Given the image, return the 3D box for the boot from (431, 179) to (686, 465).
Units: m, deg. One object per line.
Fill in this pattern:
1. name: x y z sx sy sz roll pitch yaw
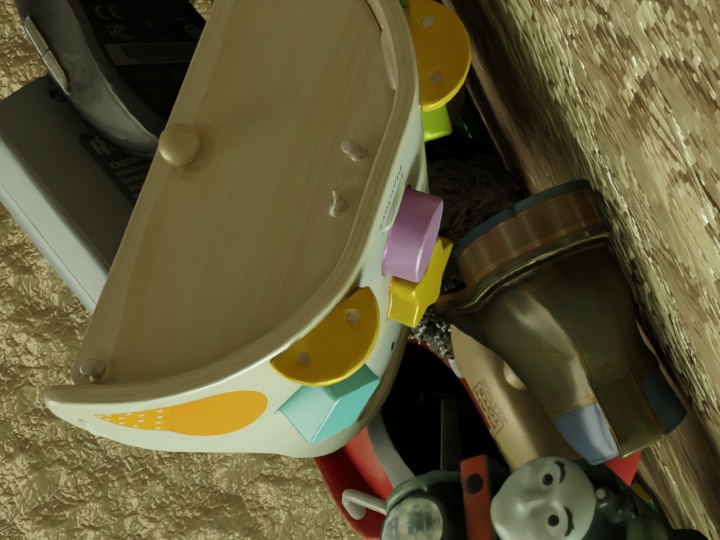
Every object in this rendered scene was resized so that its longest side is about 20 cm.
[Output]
1. boot: 0.079 0.037 0.651 0.200 0.074 0.098 65 -179 -78

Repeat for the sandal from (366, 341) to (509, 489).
1. sandal: 0.057 0.117 0.799 0.076 0.043 0.202 14 -137 -38

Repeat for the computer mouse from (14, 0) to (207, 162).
1. computer mouse: -0.092 -0.111 0.682 0.140 0.046 0.200 -15 -121 -50

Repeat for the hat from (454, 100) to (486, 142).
1. hat: -0.021 -0.064 0.981 0.202 0.175 0.166 64 180 13

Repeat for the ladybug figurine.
1. ladybug figurine: 0.100 0.068 0.835 0.137 0.071 0.200 63 -178 15

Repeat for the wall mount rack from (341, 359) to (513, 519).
1. wall mount rack: 0.079 0.149 0.983 0.074 0.200 0.174 7 142 51

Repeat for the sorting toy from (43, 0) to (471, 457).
1. sorting toy: -0.009 -0.008 0.612 0.180 0.106 0.202 56 -129 -66

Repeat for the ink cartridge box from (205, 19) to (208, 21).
1. ink cartridge box: -0.018 -0.103 1.133 0.202 0.145 0.083 63 180 12

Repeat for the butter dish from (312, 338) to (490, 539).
1. butter dish: 0.052 0.047 1.074 0.149 0.198 0.200 95 152 -47

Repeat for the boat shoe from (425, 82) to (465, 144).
1. boat shoe: -0.012 -0.158 0.826 0.072 0.075 0.202 -96 -18 -76

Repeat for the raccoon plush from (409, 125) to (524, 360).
1. raccoon plush: 0.000 0.000 0.857 0.097 0.199 0.135 39 128 33

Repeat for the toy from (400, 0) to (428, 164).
1. toy: 0.006 -0.138 0.668 0.116 0.047 0.200 62 174 23

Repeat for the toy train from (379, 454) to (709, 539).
1. toy train: 0.089 0.134 0.677 0.200 0.113 0.086 43 -145 -47

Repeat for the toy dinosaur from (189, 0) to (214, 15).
1. toy dinosaur: -0.056 -0.150 0.862 0.106 0.060 0.202 -39 -62 -49

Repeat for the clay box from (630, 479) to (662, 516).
1. clay box: 0.184 0.194 1.054 0.116 0.047 0.200 63 -178 -3

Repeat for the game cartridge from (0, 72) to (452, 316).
1. game cartridge: -0.063 -0.043 0.694 0.133 0.042 0.199 46 -140 20
